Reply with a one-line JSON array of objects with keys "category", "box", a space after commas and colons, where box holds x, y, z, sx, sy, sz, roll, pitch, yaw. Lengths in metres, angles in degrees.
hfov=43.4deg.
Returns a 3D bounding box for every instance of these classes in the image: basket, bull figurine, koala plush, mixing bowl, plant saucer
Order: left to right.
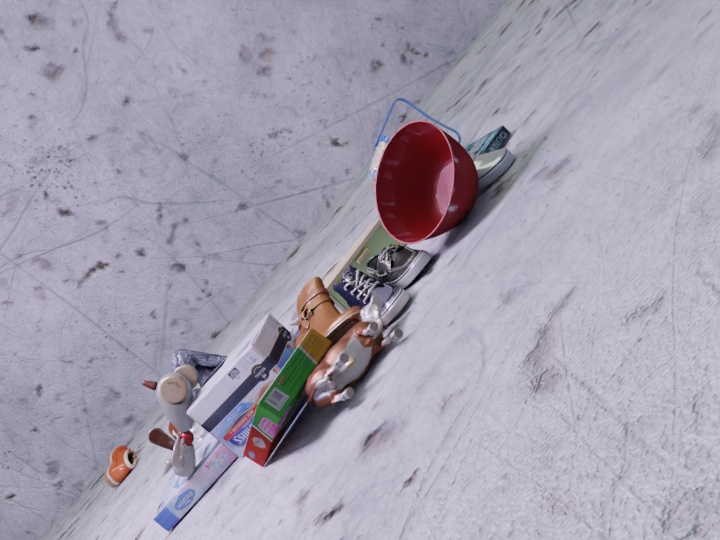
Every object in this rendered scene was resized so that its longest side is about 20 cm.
[{"category": "koala plush", "box": [-0.346, 0.288, 2.026, 0.177, 0.181, 0.203, 155, 124, -79]}, {"category": "plant saucer", "box": [-0.075, 0.054, 1.972, 0.200, 0.050, 0.200, -48, 10, 11]}, {"category": "bull figurine", "box": [-0.006, 0.119, 1.326, 0.201, 0.065, 0.121, -53, 9, -23]}, {"category": "basket", "box": [0.107, -0.258, 2.002, 0.202, 0.175, 0.139, -59, 6, 0]}, {"category": "mixing bowl", "box": [0.125, -0.142, 1.512, 0.199, 0.107, 0.204, -6, 83, 51]}]

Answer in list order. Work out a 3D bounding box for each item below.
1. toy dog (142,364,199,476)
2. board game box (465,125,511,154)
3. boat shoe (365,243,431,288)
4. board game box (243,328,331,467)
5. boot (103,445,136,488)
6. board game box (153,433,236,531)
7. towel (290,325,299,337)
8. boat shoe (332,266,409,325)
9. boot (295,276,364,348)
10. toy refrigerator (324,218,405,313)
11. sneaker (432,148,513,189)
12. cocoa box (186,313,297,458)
[{"category": "toy dog", "box": [-0.351, 0.269, 1.647, 0.132, 0.095, 0.203, 67, -157, -72]}, {"category": "board game box", "box": [0.195, -0.181, 1.720, 0.201, 0.028, 0.135, -53, 12, -20]}, {"category": "boat shoe", "box": [0.058, -0.009, 1.558, 0.071, 0.064, 0.200, -51, 9, -19]}, {"category": "board game box", "box": [-0.115, 0.200, 1.402, 0.154, 0.040, 0.201, -55, -7, -33]}, {"category": "boot", "box": [-0.750, 0.603, 2.883, 0.107, 0.075, 0.200, -44, 18, 7]}, {"category": "board game box", "box": [-0.308, 0.381, 1.754, 0.199, 0.043, 0.200, -49, 9, 6]}, {"category": "towel", "box": [-0.185, 0.192, 2.016, 0.200, 0.024, 0.147, -43, 11, 31]}, {"category": "boat shoe", "box": [0.010, 0.039, 1.492, 0.075, 0.093, 0.200, -50, 9, -15]}, {"category": "boot", "box": [-0.051, 0.075, 1.521, 0.201, 0.076, 0.157, 125, 145, -45]}, {"category": "toy refrigerator", "box": [0.000, 0.000, 1.762, 0.201, 0.076, 0.070, -52, 10, -23]}, {"category": "sneaker", "box": [0.174, -0.178, 1.584, 0.198, 0.071, 0.073, -19, 32, 42]}, {"category": "cocoa box", "box": [-0.192, 0.208, 1.634, 0.200, 0.131, 0.134, -45, 10, 20]}]
